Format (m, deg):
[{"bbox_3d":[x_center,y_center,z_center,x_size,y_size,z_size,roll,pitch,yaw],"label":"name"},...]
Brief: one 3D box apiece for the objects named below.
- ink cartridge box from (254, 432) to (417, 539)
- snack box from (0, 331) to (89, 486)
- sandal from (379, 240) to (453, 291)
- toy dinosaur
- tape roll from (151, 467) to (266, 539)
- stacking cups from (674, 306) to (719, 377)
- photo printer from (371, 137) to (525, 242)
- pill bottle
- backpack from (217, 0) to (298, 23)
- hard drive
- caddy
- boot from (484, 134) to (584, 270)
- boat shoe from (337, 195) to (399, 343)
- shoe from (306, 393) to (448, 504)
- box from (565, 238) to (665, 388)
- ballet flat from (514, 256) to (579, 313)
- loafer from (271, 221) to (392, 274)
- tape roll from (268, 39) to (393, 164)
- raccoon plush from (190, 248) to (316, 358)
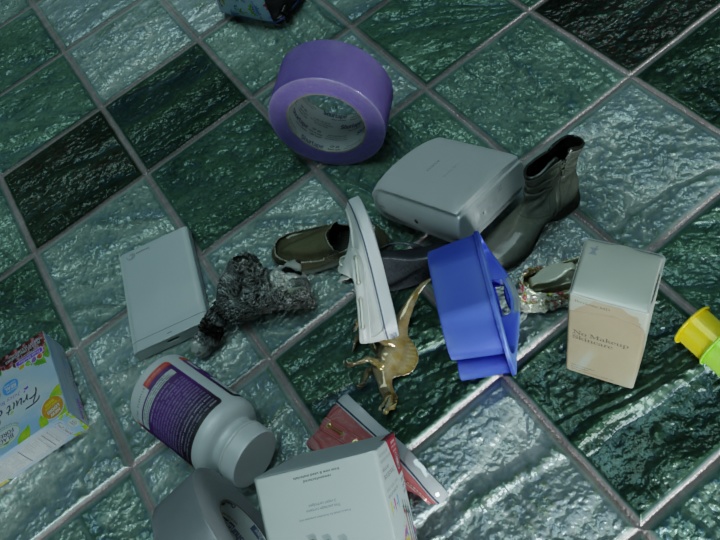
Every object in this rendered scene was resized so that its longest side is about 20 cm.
[{"bbox_3d":[-0.014,0.306,0.812,0.141,0.145,0.205,-14,83,9],"label":"ink cartridge box"},{"bbox_3d":[-0.536,0.221,1.116,0.198,0.068,0.170,-33,55,-4],"label":"snack box"},{"bbox_3d":[0.075,-0.013,1.076,0.195,0.077,0.044,-6,48,1],"label":"sandal"},{"bbox_3d":[0.037,0.104,1.032,0.099,0.058,0.204,14,69,7],"label":"toy dinosaur"},{"bbox_3d":[-0.152,0.331,0.844,0.066,0.201,0.200,-41,56,-4],"label":"tape roll"},{"bbox_3d":[0.468,0.132,0.864,0.060,0.061,0.201,-33,55,-6],"label":"stacking cups"},{"bbox_3d":[0.125,-0.128,1.101,0.166,0.070,0.198,-40,41,-24],"label":"photo printer"},{"bbox_3d":[-0.213,0.208,0.997,0.197,0.112,0.112,26,69,30],"label":"pill bottle"},{"bbox_3d":[-0.216,-0.623,1.500,0.196,0.148,0.185,14,61,27],"label":"backpack"},{"bbox_3d":[-0.322,0.033,1.193,0.129,0.027,0.203,-24,55,2],"label":"hard drive"},{"bbox_3d":[0.160,0.047,0.966,0.103,0.142,0.204,-16,56,12],"label":"caddy"},{"bbox_3d":[0.240,-0.101,1.039,0.199,0.131,0.068,-41,56,-11],"label":"boot"},{"bbox_3d":[0.000,0.000,1.003,0.064,0.072,0.205,-14,84,1],"label":"boat shoe"},{"bbox_3d":[0.017,0.251,0.928,0.091,0.072,0.199,-47,55,-10],"label":"shoe"},{"bbox_3d":[0.303,0.056,0.878,0.093,0.201,0.079,15,63,24],"label":"box"},{"bbox_3d":[0.303,0.008,0.993,0.196,0.064,0.077,-19,54,4],"label":"ballet flat"},{"bbox_3d":[-0.051,-0.047,1.132,0.195,0.070,0.077,-7,56,13],"label":"loafer"},{"bbox_3d":[-0.048,-0.271,1.193,0.195,0.201,0.087,1,58,17],"label":"tape roll"},{"bbox_3d":[-0.154,0.068,1.107,0.132,0.096,0.203,29,99,17],"label":"raccoon plush"}]
